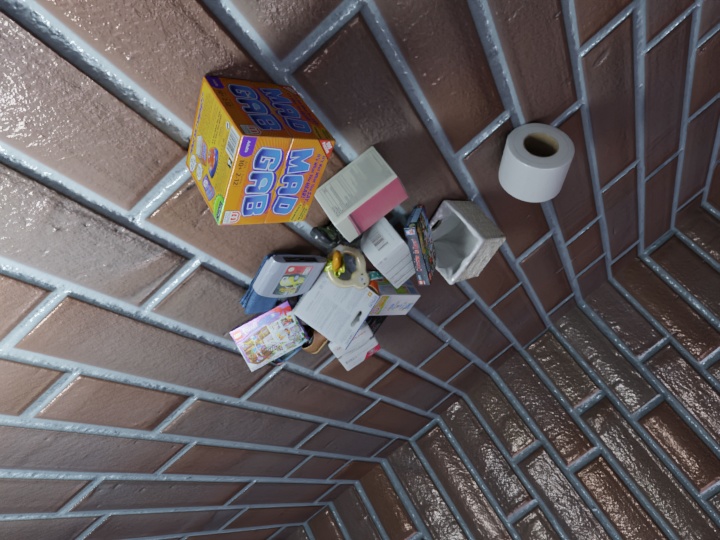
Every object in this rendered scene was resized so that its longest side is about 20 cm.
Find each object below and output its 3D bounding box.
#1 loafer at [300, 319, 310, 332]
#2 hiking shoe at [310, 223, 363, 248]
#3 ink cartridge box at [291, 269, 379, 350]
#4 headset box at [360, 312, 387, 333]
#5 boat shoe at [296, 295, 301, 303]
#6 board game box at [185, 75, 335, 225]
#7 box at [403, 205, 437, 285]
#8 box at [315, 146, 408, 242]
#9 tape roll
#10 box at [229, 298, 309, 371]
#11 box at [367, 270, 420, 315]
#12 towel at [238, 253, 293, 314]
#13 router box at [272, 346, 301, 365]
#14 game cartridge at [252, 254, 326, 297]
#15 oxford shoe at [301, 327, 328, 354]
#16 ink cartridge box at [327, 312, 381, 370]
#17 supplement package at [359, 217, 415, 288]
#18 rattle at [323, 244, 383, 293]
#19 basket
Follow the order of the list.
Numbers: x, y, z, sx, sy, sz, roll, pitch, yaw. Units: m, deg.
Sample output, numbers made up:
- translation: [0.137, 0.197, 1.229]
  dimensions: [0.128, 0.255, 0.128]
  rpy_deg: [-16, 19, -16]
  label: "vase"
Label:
- translation: [-0.157, 0.178, 1.796]
  dimensions: [0.069, 0.071, 0.200]
  rpy_deg: [1, 155, 28]
  label: "loafer"
- translation: [-0.058, -0.121, 1.526]
  dimensions: [0.199, 0.076, 0.102]
  rpy_deg: [-6, 130, -52]
  label: "hiking shoe"
- translation: [-0.072, 0.100, 1.649]
  dimensions: [0.199, 0.043, 0.197]
  rpy_deg: [39, 78, -18]
  label: "ink cartridge box"
- translation: [0.002, 0.176, 1.951]
  dimensions: [0.147, 0.075, 0.201]
  rpy_deg: [2, 132, -44]
  label: "headset box"
- translation: [-0.098, 0.065, 1.696]
  dimensions: [0.198, 0.085, 0.069]
  rpy_deg: [-28, 171, -16]
  label: "boat shoe"
- translation: [-0.206, -0.235, 1.100]
  dimensions: [0.198, 0.201, 0.201]
  rpy_deg: [-8, 139, -38]
  label: "board game box"
- translation: [0.186, -0.076, 1.679]
  dimensions: [0.037, 0.137, 0.202]
  rpy_deg: [-5, 122, 22]
  label: "box"
- translation: [0.002, -0.194, 1.419]
  dimensions: [0.199, 0.128, 0.109]
  rpy_deg: [-37, 149, 4]
  label: "box"
- translation: [0.532, -0.328, 1.678]
  dimensions: [0.201, 0.204, 0.140]
  rpy_deg: [-25, 148, -16]
  label: "tape roll"
- translation: [-0.270, 0.193, 1.647]
  dimensions: [0.198, 0.138, 0.039]
  rpy_deg: [-28, -170, 1]
  label: "box"
- translation: [0.088, 0.078, 1.869]
  dimensions: [0.198, 0.113, 0.102]
  rpy_deg: [2, 134, -44]
  label: "box"
- translation: [-0.256, 0.035, 1.548]
  dimensions: [0.111, 0.049, 0.201]
  rpy_deg: [-3, 134, -47]
  label: "towel"
- translation: [-0.260, 0.215, 1.766]
  dimensions: [0.149, 0.062, 0.200]
  rpy_deg: [-39, 148, 3]
  label: "router box"
- translation: [-0.193, 0.016, 1.512]
  dimensions: [0.199, 0.041, 0.134]
  rpy_deg: [-2, 138, -49]
  label: "game cartridge"
- translation: [-0.115, 0.176, 1.723]
  dimensions: [0.071, 0.071, 0.201]
  rpy_deg: [22, 105, -45]
  label: "oxford shoe"
- translation: [-0.029, 0.233, 1.849]
  dimensions: [0.144, 0.084, 0.201]
  rpy_deg: [-32, 146, -4]
  label: "ink cartridge box"
- translation: [0.092, -0.053, 1.699]
  dimensions: [0.117, 0.117, 0.200]
  rpy_deg: [-40, 149, 4]
  label: "supplement package"
- translation: [0.000, 0.000, 1.584]
  dimensions: [0.143, 0.199, 0.131]
  rpy_deg: [-36, -158, 58]
  label: "rattle"
- translation: [0.325, -0.098, 1.794]
  dimensions: [0.159, 0.201, 0.199]
  rpy_deg: [-9, 140, -44]
  label: "basket"
